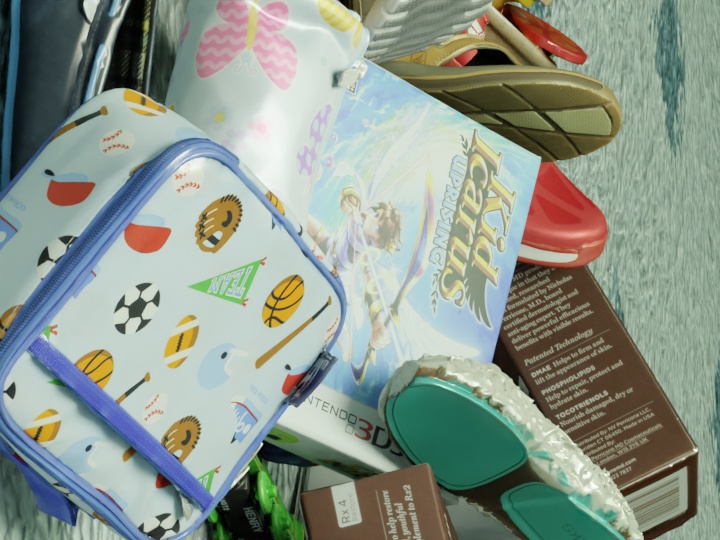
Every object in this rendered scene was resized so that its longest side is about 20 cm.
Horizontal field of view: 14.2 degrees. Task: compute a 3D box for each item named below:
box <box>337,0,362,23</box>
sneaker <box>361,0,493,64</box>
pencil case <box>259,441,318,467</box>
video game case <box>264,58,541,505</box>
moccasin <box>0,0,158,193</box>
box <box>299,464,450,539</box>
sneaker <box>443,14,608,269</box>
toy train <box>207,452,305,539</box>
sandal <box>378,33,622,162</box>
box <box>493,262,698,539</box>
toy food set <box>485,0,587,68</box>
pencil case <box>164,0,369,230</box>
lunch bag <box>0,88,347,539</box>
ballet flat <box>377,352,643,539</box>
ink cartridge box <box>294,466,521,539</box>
[{"bbox_3d":[-0.035,-0.219,1.498,0.200,0.021,0.164,-126,-153,-68],"label":"box"},{"bbox_3d":[0.029,-0.178,1.455,0.082,0.075,0.200,62,-25,24],"label":"sneaker"},{"bbox_3d":[-0.024,0.005,1.551,0.087,0.078,0.200,0,89,-51],"label":"pencil case"},{"bbox_3d":[0.000,0.000,1.490,0.181,0.045,0.200,27,71,-40],"label":"video game case"},{"bbox_3d":[-0.115,-0.055,1.252,0.080,0.068,0.200,-16,106,-74],"label":"moccasin"},{"bbox_3d":[0.027,0.188,1.495,0.200,0.075,0.100,65,11,-62],"label":"box"},{"bbox_3d":[0.066,-0.091,1.634,0.078,0.200,0.116,-47,165,-55],"label":"sneaker"},{"bbox_3d":[-0.045,0.153,1.535,0.200,0.042,0.056,70,13,-47],"label":"toy train"},{"bbox_3d":[0.044,-0.101,1.584,0.080,0.200,0.054,65,32,-57],"label":"sandal"},{"bbox_3d":[0.121,0.059,1.690,0.100,0.075,0.200,77,-13,-62],"label":"box"},{"bbox_3d":[0.058,-0.191,1.743,0.200,0.049,0.198,37,11,-50],"label":"toy food set"},{"bbox_3d":[-0.057,-0.042,1.380,0.083,0.091,0.200,-23,-129,64],"label":"pencil case"},{"bbox_3d":[-0.092,0.029,1.207,0.160,0.076,0.200,-52,146,-10],"label":"lunch bag"},{"bbox_3d":[0.074,0.091,1.494,0.200,0.072,0.072,44,41,-37],"label":"ballet flat"},{"bbox_3d":[0.054,0.186,1.680,0.200,0.146,0.083,71,21,-45],"label":"ink cartridge box"}]
